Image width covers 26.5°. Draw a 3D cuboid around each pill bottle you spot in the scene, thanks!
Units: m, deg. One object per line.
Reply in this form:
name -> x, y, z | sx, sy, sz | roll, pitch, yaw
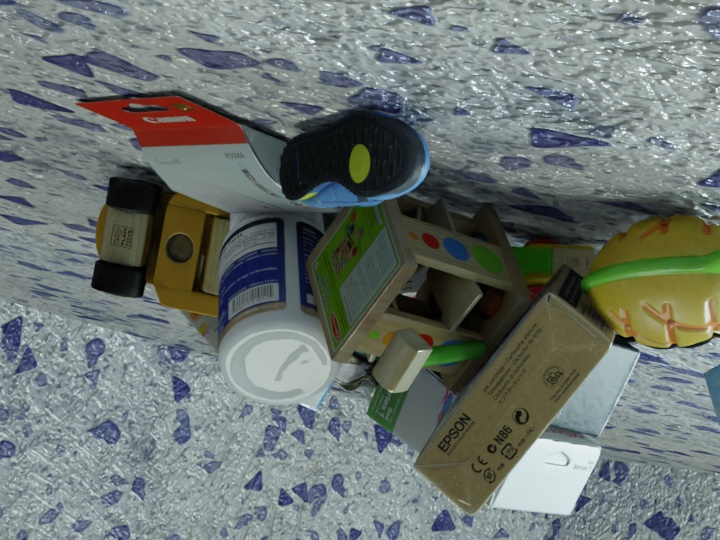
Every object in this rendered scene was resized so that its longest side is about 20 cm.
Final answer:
pill bottle -> -0.078, 0.017, 1.447 | 0.114, 0.202, 0.117 | -2, 134, -2

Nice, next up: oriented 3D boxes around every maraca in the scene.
maraca -> 0.273, 0.006, 1.256 | 0.136, 0.109, 0.199 | 6, 167, -42

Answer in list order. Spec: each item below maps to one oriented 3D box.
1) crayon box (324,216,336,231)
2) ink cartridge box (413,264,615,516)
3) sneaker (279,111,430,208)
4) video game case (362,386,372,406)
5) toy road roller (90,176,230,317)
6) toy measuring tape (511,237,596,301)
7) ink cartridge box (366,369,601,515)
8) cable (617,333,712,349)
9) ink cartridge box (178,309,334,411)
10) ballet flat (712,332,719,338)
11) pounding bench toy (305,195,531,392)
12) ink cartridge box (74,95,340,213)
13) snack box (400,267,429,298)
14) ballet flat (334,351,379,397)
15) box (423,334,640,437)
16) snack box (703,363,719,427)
crayon box -> 0.035, 0.029, 1.645 | 0.058, 0.120, 0.199 | -41, 143, 22
ink cartridge box -> 0.142, 0.102, 1.364 | 0.075, 0.201, 0.165 | 37, -166, 3
sneaker -> 0.011, -0.085, 1.208 | 0.078, 0.067, 0.199 | 4, 177, -29
video game case -> -0.003, 0.085, 1.881 | 0.022, 0.202, 0.182 | -23, 167, 4
toy road roller -> -0.185, -0.029, 1.631 | 0.197, 0.125, 0.146 | 12, -174, 6
toy measuring tape -> 0.213, 0.009, 1.479 | 0.197, 0.075, 0.074 | 4, 171, 2
ink cartridge box -> 0.127, 0.167, 1.587 | 0.144, 0.085, 0.199 | 14, -166, -46
cable -> 0.310, 0.048, 1.631 | 0.197, 0.052, 0.163 | 10, 170, 20
ink cartridge box -> -0.104, 0.039, 1.706 | 0.125, 0.129, 0.200 | 27, -173, -38
ballet flat -> 0.329, 0.038, 1.475 | 0.198, 0.072, 0.070 | 3, 167, 35
pounding bench toy -> 0.064, 0.038, 1.335 | 0.154, 0.201, 0.125 | 17, 126, -30
ink cartridge box -> -0.135, -0.098, 1.351 | 0.198, 0.058, 0.161 | 14, 172, -43
snack box -> 0.000, 0.000, 1.533 | 0.198, 0.073, 0.024 | -9, 161, 27
ballet flat -> 0.017, 0.106, 1.657 | 0.071, 0.073, 0.199 | 5, 172, 37
box -> 0.161, 0.079, 1.566 | 0.198, 0.105, 0.148 | 17, -167, -37
snack box -> 0.438, 0.091, 1.430 | 0.197, 0.069, 0.169 | -16, 170, 0
